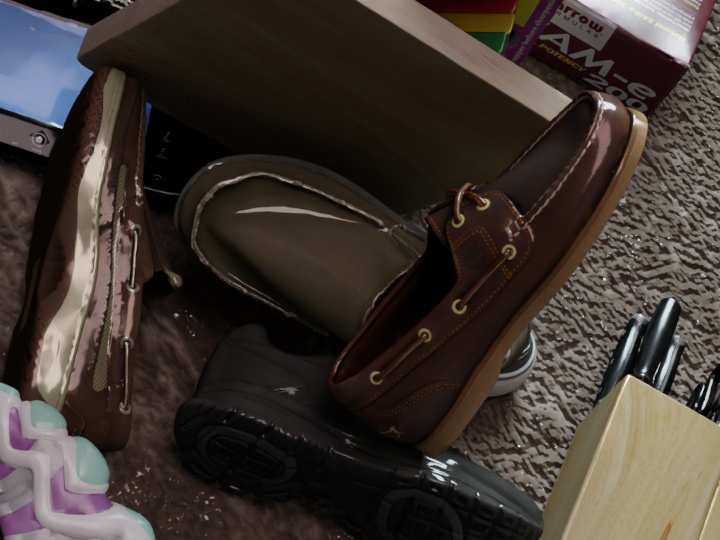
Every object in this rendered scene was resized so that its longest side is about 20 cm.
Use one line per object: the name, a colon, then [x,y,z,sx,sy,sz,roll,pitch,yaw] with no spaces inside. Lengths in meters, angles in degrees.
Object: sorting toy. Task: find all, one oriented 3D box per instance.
sorting toy: [-0.009,-0.115,1.165,0.199,0.198,0.070,29,65,-27]

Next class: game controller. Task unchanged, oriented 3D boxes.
game controller: [-0.165,-0.103,1.223,0.198,0.042,0.105,17,54,-13]

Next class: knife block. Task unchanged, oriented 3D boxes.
knife block: [0.139,0.102,1.217,0.199,0.064,0.177,-9,63,-28]

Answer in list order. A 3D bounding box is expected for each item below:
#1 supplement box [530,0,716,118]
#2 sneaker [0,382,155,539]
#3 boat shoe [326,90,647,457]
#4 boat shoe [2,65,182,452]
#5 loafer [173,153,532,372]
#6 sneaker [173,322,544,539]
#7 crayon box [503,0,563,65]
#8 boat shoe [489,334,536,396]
supplement box: [0.175,-0.202,1.428,0.108,0.061,0.201,30,51,-3]
sneaker: [-0.160,0.151,1.041,0.200,0.078,0.140,44,52,7]
boat shoe: [0.059,-0.005,1.091,0.070,0.201,0.070,31,9,-14]
boat shoe: [-0.128,-0.002,1.157,0.074,0.075,0.204,18,69,-19]
loafer: [0.000,0.000,1.159,0.199,0.076,0.070,21,11,-7]
sneaker: [0.007,0.086,1.165,0.199,0.076,0.091,26,45,-10]
crayon box: [0.020,-0.172,1.250,0.171,0.200,0.059,19,52,-13]
boat shoe: [0.011,0.004,1.225,0.199,0.057,0.069,27,52,-6]
